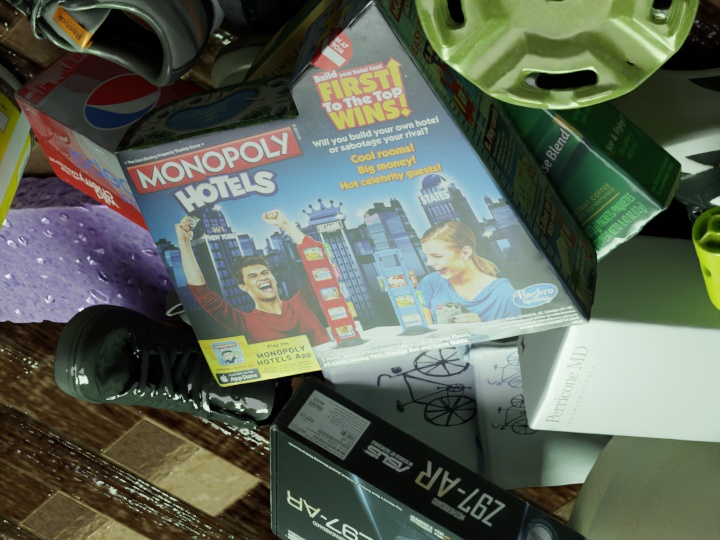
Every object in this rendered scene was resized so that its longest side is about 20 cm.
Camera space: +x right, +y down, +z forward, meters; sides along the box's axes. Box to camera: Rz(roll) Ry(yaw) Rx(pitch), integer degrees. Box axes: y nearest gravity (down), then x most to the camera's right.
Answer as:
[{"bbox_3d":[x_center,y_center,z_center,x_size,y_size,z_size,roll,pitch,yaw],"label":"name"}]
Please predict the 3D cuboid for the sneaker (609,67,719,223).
[{"bbox_3d":[0.163,-0.054,1.387,0.200,0.073,0.112,-2,139,2],"label":"sneaker"}]

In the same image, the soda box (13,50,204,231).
[{"bbox_3d":[-0.100,-0.059,1.412,0.200,0.063,0.070,30,155,41],"label":"soda box"}]

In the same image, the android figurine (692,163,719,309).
[{"bbox_3d":[0.254,-0.043,1.349,0.182,0.041,0.200,-31,145,-6],"label":"android figurine"}]

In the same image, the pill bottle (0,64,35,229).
[{"bbox_3d":[-0.261,-0.029,1.465,0.109,0.200,0.109,9,140,7],"label":"pill bottle"}]

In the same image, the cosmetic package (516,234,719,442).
[{"bbox_3d":[0.199,0.041,1.464,0.200,0.071,0.101,4,137,-11],"label":"cosmetic package"}]

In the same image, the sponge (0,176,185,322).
[{"bbox_3d":[-0.173,-0.012,1.593,0.200,0.030,0.112,-1,139,17],"label":"sponge"}]

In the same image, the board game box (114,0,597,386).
[{"bbox_3d":[-0.007,-0.052,1.260,0.200,0.062,0.200,-10,122,17],"label":"board game box"}]

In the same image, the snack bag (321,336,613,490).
[{"bbox_3d":[0.075,0.089,1.596,0.200,0.021,0.189,-3,147,4],"label":"snack bag"}]

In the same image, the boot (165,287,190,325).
[{"bbox_3d":[0.000,0.000,1.521,0.200,0.069,0.174,13,147,-14],"label":"boot"}]

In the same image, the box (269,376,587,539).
[{"bbox_3d":[0.038,0.163,1.593,0.200,0.044,0.160,30,154,14],"label":"box"}]

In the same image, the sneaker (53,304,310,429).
[{"bbox_3d":[-0.096,0.062,1.578,0.104,0.060,0.200,10,179,25],"label":"sneaker"}]

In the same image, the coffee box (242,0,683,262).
[{"bbox_3d":[0.049,-0.074,1.312,0.200,0.044,0.123,40,133,-10],"label":"coffee box"}]

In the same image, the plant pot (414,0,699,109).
[{"bbox_3d":[0.087,-0.174,1.162,0.200,0.190,0.200,2,126,3],"label":"plant pot"}]

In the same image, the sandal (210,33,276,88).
[{"bbox_3d":[0.010,-0.067,1.396,0.201,0.057,0.080,18,146,-16],"label":"sandal"}]

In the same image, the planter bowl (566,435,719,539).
[{"bbox_3d":[0.209,0.164,1.574,0.135,0.200,0.200,28,147,26],"label":"planter bowl"}]

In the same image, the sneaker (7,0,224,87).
[{"bbox_3d":[-0.167,-0.165,1.374,0.200,0.079,0.074,25,141,-10],"label":"sneaker"}]

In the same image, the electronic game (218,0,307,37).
[{"bbox_3d":[0.020,-0.151,1.358,0.200,0.042,0.200,5,147,3],"label":"electronic game"}]
